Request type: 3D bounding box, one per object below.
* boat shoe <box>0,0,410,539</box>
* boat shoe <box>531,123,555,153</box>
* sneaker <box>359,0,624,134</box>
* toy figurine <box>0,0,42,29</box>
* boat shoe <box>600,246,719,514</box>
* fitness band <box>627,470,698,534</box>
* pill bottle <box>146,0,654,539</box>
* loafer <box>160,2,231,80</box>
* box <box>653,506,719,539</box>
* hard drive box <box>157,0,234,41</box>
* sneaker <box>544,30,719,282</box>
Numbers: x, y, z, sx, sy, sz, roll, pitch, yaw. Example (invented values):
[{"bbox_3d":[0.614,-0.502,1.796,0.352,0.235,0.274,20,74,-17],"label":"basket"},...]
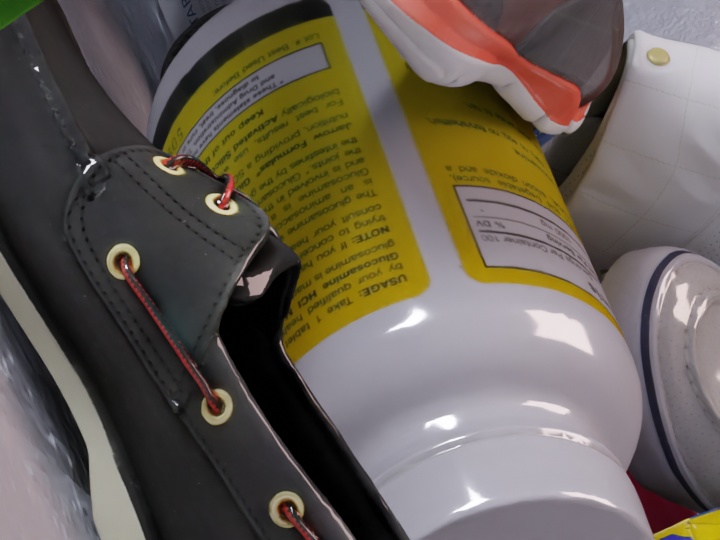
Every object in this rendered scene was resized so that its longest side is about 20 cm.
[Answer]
[{"bbox_3d":[-0.041,0.007,0.582,0.202,0.063,0.074,64,10,9],"label":"boat shoe"},{"bbox_3d":[0.053,-0.022,1.004,0.072,0.072,0.200,60,-24,18],"label":"boat shoe"},{"bbox_3d":[0.055,-0.091,0.745,0.077,0.082,0.200,51,15,7],"label":"sneaker"},{"bbox_3d":[-0.101,-0.131,0.417,0.184,0.150,0.200,55,-16,-1],"label":"toy figurine"},{"bbox_3d":[0.141,0.061,0.826,0.200,0.070,0.071,51,52,-36],"label":"boat shoe"},{"bbox_3d":[0.127,0.127,0.928,0.200,0.037,0.144,59,2,39],"label":"fitness band"},{"bbox_3d":[0.012,0.017,0.759,0.112,0.112,0.200,59,9,-47],"label":"pill bottle"},{"bbox_3d":[0.000,0.000,0.908,0.200,0.075,0.070,67,10,23],"label":"loafer"},{"bbox_3d":[0.088,0.116,0.797,0.200,0.064,0.070,139,-63,-66],"label":"box"},{"bbox_3d":[-0.005,-0.162,0.976,0.077,0.200,0.156,-13,74,-40],"label":"hard drive box"},{"bbox_3d":[0.103,-0.002,0.885,0.200,0.115,0.074,103,3,-49],"label":"sneaker"}]
